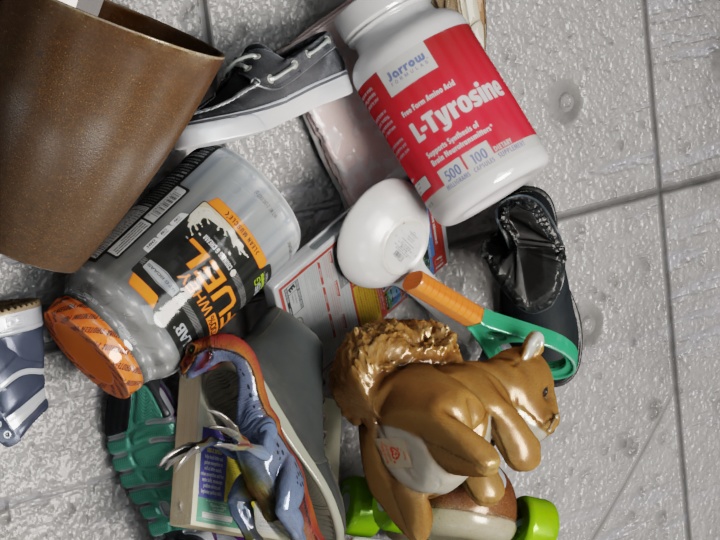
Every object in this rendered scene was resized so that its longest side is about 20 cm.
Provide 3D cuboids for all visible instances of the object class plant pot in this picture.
[{"bbox_3d":[-0.226,-0.107,1.527,0.187,0.187,0.200,15,101,-35],"label":"plant pot"}]

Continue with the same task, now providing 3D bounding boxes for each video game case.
[{"bbox_3d":[0.000,0.000,1.744,0.200,0.017,0.143,-40,144,-24],"label":"video game case"}]

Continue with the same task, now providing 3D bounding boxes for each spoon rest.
[{"bbox_3d":[0.043,-0.006,1.740,0.099,0.061,0.200,-52,134,-9],"label":"spoon rest"}]

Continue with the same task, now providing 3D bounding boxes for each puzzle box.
[{"bbox_3d":[-0.086,0.161,1.684,0.200,0.025,0.133,20,69,-52],"label":"puzzle box"}]

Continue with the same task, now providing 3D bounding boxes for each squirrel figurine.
[{"bbox_3d":[0.077,0.101,1.681,0.200,0.142,0.187,45,47,16],"label":"squirrel figurine"}]

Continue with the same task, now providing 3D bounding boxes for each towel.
[{"bbox_3d":[0.033,-0.156,1.775,0.191,0.032,0.200,-36,114,-25],"label":"towel"}]

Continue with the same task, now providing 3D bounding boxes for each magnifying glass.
[{"bbox_3d":[0.114,0.051,1.746,0.200,0.079,0.022,32,59,-34],"label":"magnifying glass"}]

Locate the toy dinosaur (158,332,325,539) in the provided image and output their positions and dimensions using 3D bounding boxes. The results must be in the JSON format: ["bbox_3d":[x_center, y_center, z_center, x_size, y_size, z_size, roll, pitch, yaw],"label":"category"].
[{"bbox_3d":[-0.087,0.144,1.579,0.200,0.105,0.182,10,81,-52],"label":"toy dinosaur"}]

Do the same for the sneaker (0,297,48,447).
[{"bbox_3d":[-0.329,0.093,1.530,0.200,0.070,0.109,-15,102,-36],"label":"sneaker"}]

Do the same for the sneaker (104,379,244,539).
[{"bbox_3d":[-0.154,0.168,1.680,0.088,0.074,0.201,-38,115,-59],"label":"sneaker"}]

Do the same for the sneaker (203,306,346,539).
[{"bbox_3d":[-0.047,0.133,1.655,0.106,0.075,0.200,-50,124,-47],"label":"sneaker"}]

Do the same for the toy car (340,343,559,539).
[{"bbox_3d":[0.085,0.151,1.791,0.164,0.158,0.201,14,75,-23],"label":"toy car"}]

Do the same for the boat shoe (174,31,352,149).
[{"bbox_3d":[-0.085,-0.151,1.626,0.200,0.072,0.068,-27,104,-42],"label":"boat shoe"}]

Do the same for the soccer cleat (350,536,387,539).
[{"bbox_3d":[-0.001,0.329,1.787,0.073,0.068,0.200,21,113,6],"label":"soccer cleat"}]

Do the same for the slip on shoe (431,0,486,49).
[{"bbox_3d":[0.080,-0.240,1.747,0.060,0.076,0.201,-1,107,5],"label":"slip on shoe"}]

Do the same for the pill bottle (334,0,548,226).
[{"bbox_3d":[0.064,-0.148,1.680,0.112,0.112,0.200,-29,84,-29],"label":"pill bottle"}]

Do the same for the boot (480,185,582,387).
[{"bbox_3d":[0.157,0.023,1.802,0.076,0.168,0.201,-7,98,8],"label":"boot"}]

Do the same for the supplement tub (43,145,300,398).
[{"bbox_3d":[-0.154,0.002,1.609,0.200,0.122,0.123,-46,119,-21],"label":"supplement tub"}]
